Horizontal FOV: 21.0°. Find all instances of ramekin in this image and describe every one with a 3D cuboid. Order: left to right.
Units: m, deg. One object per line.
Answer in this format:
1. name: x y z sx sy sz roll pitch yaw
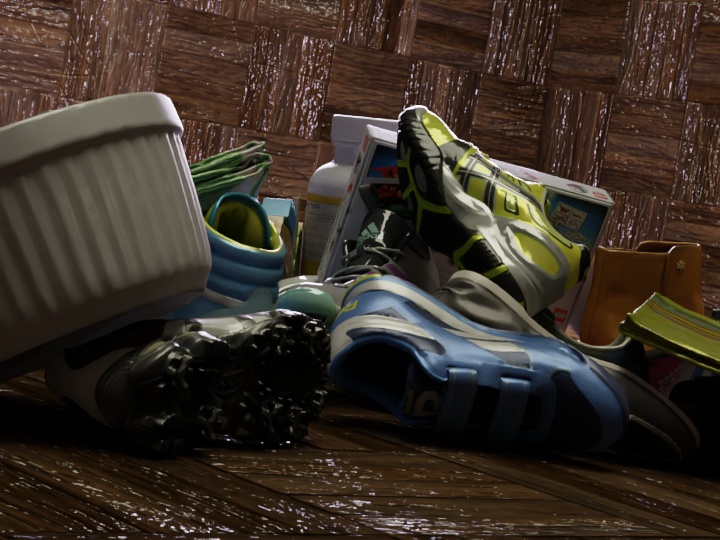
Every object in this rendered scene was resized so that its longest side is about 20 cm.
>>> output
1. ramekin: -0.175 -0.007 1.032 0.200 0.105 0.200 -22 -4 -2

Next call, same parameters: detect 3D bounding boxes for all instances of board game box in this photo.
1. board game box: 0.080 -0.025 1.496 0.200 0.126 0.035 15 20 -14

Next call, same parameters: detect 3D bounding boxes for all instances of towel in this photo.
1. towel: -0.161 -0.017 1.327 0.200 0.023 0.153 -22 -16 -22
2. towel: 0.227 0.043 1.333 0.086 0.018 0.200 22 8 11

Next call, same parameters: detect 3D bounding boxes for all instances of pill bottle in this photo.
1. pill bottle: 0.008 -0.027 1.633 0.112 0.200 0.112 6 5 0

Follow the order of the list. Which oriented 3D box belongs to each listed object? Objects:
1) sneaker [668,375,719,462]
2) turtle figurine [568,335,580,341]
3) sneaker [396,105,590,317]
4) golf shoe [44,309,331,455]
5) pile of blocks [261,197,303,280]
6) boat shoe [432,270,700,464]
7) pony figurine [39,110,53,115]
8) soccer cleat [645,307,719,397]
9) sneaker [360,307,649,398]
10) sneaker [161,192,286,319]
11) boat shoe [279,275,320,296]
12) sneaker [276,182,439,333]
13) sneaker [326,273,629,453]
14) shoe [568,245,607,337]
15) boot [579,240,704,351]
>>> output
1. sneaker: 0.250 0.102 1.273 0.099 0.070 0.200 12 -6 4
2. turtle figurine: 0.150 0.068 1.626 0.200 0.064 0.161 9 3 -2
3. sneaker: 0.087 -0.043 1.369 0.076 0.075 0.200 -19 54 -18
4. golf shoe: -0.089 0.053 1.067 0.094 0.078 0.200 11 2 30
5. pile of blocks: -0.085 -0.024 1.570 0.062 0.082 0.200 6 -10 3
6. boat shoe: 0.125 0.078 1.277 0.200 0.057 0.067 34 -31 8
7. pony figurine: -0.197 -0.016 1.564 0.193 0.167 0.200 21 -11 12
8. soccer cleat: 0.225 0.094 1.447 0.200 0.086 0.070 -17 16 -20
9. sneaker: 0.105 0.061 1.350 0.200 0.090 0.067 9 0 -5
10. sneaker: -0.112 0.008 1.325 0.080 0.131 0.200 6 3 -38
11. boat shoe: 0.007 0.047 1.517 0.200 0.071 0.064 5 9 -28
12. sneaker: 0.000 0.000 1.395 0.078 0.140 0.200 -6 -18 24
13. sneaker: 0.068 0.074 1.219 0.200 0.074 0.082 19 33 12
14. shoe: 0.220 0.038 1.612 0.200 0.071 0.091 37 4 -19
15. boot: 0.258 0.051 1.533 0.201 0.144 0.071 8 4 -33
